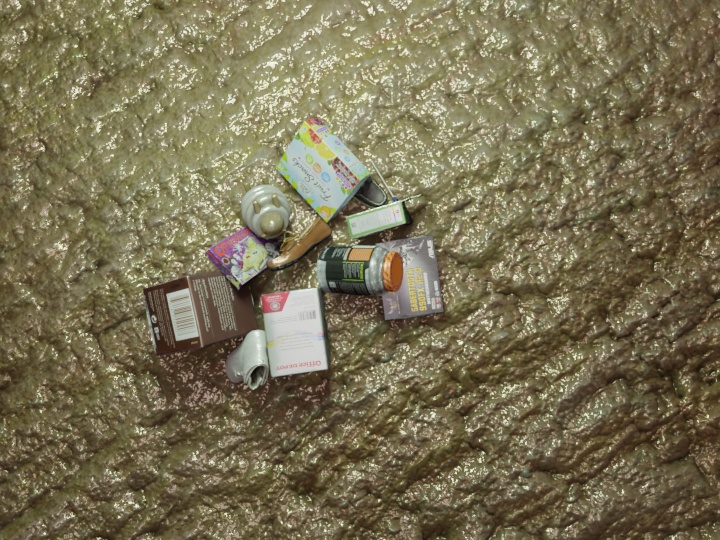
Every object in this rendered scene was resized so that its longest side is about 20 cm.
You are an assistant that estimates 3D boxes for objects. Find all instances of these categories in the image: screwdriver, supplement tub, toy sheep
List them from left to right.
[{"bbox_3d":[-0.242,-0.158,1.352,0.136,0.139,0.201,-27,45,0],"label":"toy sheep"},{"bbox_3d":[0.000,0.000,1.328,0.197,0.122,0.125,3,89,26],"label":"supplement tub"},{"bbox_3d":[0.077,-0.205,1.408,0.029,0.028,0.201,-36,92,-29],"label":"screwdriver"}]

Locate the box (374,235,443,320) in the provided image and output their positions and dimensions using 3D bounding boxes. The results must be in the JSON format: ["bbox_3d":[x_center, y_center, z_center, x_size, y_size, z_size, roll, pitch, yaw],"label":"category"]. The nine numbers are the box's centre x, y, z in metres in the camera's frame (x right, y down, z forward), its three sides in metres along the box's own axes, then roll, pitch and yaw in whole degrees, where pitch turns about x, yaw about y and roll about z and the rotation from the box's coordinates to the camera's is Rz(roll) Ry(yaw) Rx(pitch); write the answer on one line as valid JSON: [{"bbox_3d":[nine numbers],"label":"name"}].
[{"bbox_3d":[0.126,0.019,1.394,0.155,0.048,0.204,-7,89,0],"label":"box"}]

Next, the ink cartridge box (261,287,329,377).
[{"bbox_3d":[-0.158,0.151,1.346,0.142,0.145,0.204,-7,88,0],"label":"ink cartridge box"}]

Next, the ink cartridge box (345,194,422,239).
[{"bbox_3d":[0.070,-0.135,1.352,0.197,0.104,0.060,-16,92,11],"label":"ink cartridge box"}]

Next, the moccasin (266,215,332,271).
[{"bbox_3d":[-0.162,-0.070,1.356,0.201,0.073,0.078,-40,98,-21],"label":"moccasin"}]

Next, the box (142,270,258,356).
[{"bbox_3d":[-0.385,0.098,1.298,0.162,0.199,0.169,-14,88,29],"label":"box"}]

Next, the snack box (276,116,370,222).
[{"bbox_3d":[-0.097,-0.253,1.351,0.200,0.068,0.169,48,130,2],"label":"snack box"}]

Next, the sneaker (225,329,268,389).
[{"bbox_3d":[-0.284,0.251,1.321,0.073,0.117,0.201,12,134,-27],"label":"sneaker"}]

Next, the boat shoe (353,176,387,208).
[{"bbox_3d":[-0.013,-0.234,1.393,0.199,0.065,0.074,36,89,1],"label":"boat shoe"}]

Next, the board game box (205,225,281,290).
[{"bbox_3d":[-0.281,-0.044,1.338,0.120,0.200,0.032,42,127,2],"label":"board game box"}]
